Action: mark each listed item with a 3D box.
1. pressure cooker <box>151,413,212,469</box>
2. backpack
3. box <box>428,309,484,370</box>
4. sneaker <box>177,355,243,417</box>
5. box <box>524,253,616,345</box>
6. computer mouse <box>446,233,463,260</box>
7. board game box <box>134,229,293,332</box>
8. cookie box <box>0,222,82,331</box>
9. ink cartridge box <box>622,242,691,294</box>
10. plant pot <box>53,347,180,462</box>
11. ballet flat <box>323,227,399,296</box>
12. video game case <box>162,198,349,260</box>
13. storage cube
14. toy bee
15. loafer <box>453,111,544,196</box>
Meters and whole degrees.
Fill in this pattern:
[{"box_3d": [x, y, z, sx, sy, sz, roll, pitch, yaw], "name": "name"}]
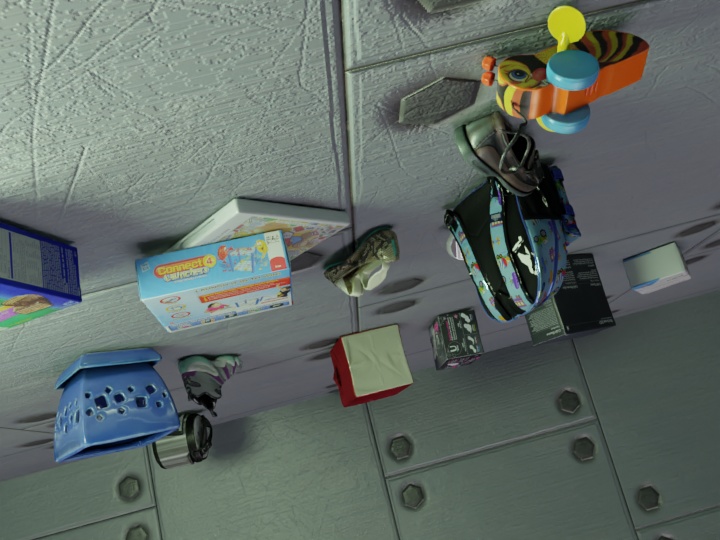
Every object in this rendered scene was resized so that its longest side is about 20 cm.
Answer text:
[{"box_3d": [-0.626, 0.606, 2.508, 0.197, 0.179, 0.179, -12, 169, 4], "name": "pressure cooker"}, {"box_3d": [0.231, -0.034, 1.022, 0.133, 0.203, 0.183, -7, 163, -25], "name": "backpack"}, {"box_3d": [0.273, 0.205, 2.041, 0.113, 0.134, 0.200, -9, 164, -6], "name": "box"}, {"box_3d": [-0.351, 0.281, 1.684, 0.077, 0.142, 0.199, -24, 162, 31], "name": "sneaker"}, {"box_3d": [0.482, 0.068, 1.660, 0.198, 0.185, 0.104, -3, 162, -36], "name": "box"}, {"box_3d": [0.239, -0.068, 1.181, 0.197, 0.044, 0.111, -8, 131, 1], "name": "computer mouse"}, {"box_3d": [-0.197, 0.021, 0.992, 0.197, 0.057, 0.196, -12, 164, -9], "name": "board game box"}, {"box_3d": [-0.441, 0.011, 0.767, 0.169, 0.076, 0.200, -18, 164, 14], "name": "cookie box"}, {"box_3d": [0.820, -0.002, 1.931, 0.143, 0.086, 0.199, -22, 162, 26], "name": "ink cartridge box"}, {"box_3d": [-0.502, 0.266, 1.411, 0.198, 0.183, 0.199, -2, 161, -40], "name": "plant pot"}, {"box_3d": [0.000, 0.000, 1.157, 0.067, 0.076, 0.199, -5, 162, -35], "name": "ballet flat"}, {"box_3d": [-0.143, -0.043, 0.967, 0.181, 0.023, 0.198, -28, 161, 39], "name": "video game case"}, {"box_3d": [0.027, 0.268, 1.948, 0.197, 0.174, 0.180, -10, 164, -16], "name": "storage cube"}, {"box_3d": [0.174, -0.187, 0.665, 0.198, 0.109, 0.132, -19, 139, -37], "name": "toy bee"}, {"box_3d": [0.189, -0.142, 0.858, 0.063, 0.073, 0.199, -31, 157, 30], "name": "loafer"}]
